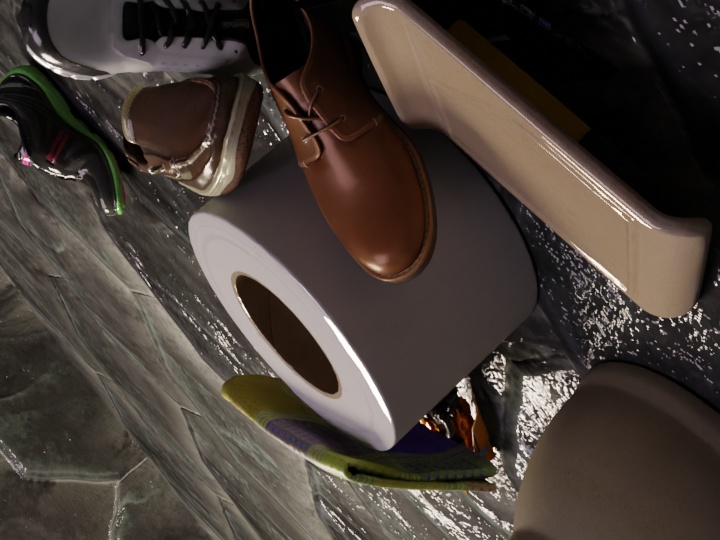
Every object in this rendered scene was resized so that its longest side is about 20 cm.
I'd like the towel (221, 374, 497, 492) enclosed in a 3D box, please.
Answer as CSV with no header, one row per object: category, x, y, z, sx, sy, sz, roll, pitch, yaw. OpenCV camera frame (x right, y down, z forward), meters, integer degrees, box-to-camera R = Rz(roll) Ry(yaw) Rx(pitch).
towel,-0.005,0.116,1.057,0.142,0.023,0.200,8,-170,-31

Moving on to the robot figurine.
robot figurine,0.044,0.090,1.161,0.145,0.058,0.201,34,157,39

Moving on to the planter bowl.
planter bowl,0.174,0.178,0.912,0.200,0.135,0.201,42,160,20

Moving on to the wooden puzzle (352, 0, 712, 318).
wooden puzzle,0.094,-0.058,0.734,0.199,0.037,0.185,38,176,17

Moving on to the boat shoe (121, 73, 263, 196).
boat shoe,-0.116,-0.087,0.911,0.074,0.076,0.202,13,173,-15

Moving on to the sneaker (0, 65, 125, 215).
sneaker,-0.327,-0.128,1.547,0.200,0.084,0.077,47,162,9

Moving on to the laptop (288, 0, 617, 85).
laptop,0.027,-0.185,0.739,0.199,0.104,0.177,29,171,-25

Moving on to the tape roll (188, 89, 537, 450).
tape roll,0.000,0.000,0.958,0.203,0.139,0.203,42,160,20

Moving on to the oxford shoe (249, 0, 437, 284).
oxford shoe,-0.019,-0.082,0.834,0.071,0.071,0.201,13,-132,-62

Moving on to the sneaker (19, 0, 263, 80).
sneaker,-0.115,-0.157,0.893,0.080,0.199,0.075,7,101,50
